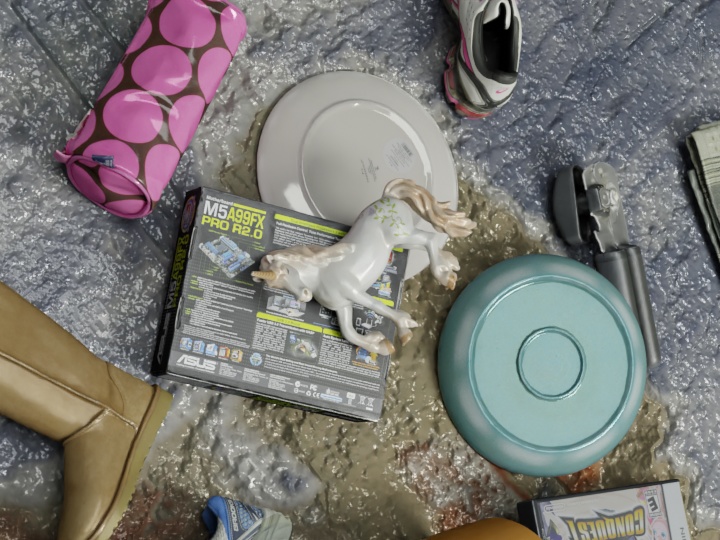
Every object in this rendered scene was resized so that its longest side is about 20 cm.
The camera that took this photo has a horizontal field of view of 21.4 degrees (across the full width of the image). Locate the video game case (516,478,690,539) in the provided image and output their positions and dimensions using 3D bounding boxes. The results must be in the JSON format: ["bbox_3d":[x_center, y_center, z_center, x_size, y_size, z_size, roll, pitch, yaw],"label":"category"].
[{"bbox_3d":[0.230,0.284,1.687,0.199,0.025,0.182,-1,77,-42],"label":"video game case"}]

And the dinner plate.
[{"bbox_3d":[0.003,-0.085,1.704,0.199,0.024,0.202,7,74,-25],"label":"dinner plate"}]

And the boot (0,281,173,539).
[{"bbox_3d":[-0.265,0.115,1.501,0.199,0.066,0.176,32,53,-16],"label":"boot"}]

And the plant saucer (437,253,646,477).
[{"bbox_3d":[0.167,0.084,1.709,0.198,0.027,0.202,1,84,-13],"label":"plant saucer"}]

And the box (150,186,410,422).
[{"bbox_3d":[-0.065,0.031,1.616,0.199,0.044,0.162,14,79,-22],"label":"box"}]

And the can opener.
[{"bbox_3d":[0.228,-0.002,1.781,0.053,0.067,0.202,-11,91,-50],"label":"can opener"}]

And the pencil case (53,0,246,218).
[{"bbox_3d":[-0.174,-0.148,1.601,0.093,0.091,0.201,27,64,-2],"label":"pencil case"}]

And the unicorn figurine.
[{"bbox_3d":[0.000,0.000,1.592,0.137,0.074,0.200,43,55,-4],"label":"unicorn figurine"}]

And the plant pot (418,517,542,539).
[{"bbox_3d":[0.073,0.295,1.555,0.183,0.200,0.201,-27,89,-44],"label":"plant pot"}]

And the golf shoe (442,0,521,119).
[{"bbox_3d":[0.119,-0.246,1.764,0.072,0.092,0.202,1,75,-24],"label":"golf shoe"}]

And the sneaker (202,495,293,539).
[{"bbox_3d":[-0.131,0.269,1.526,0.085,0.077,0.201,29,58,-6],"label":"sneaker"}]

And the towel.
[{"bbox_3d":[0.417,-0.065,1.899,0.199,0.034,0.194,-14,86,-30],"label":"towel"}]
